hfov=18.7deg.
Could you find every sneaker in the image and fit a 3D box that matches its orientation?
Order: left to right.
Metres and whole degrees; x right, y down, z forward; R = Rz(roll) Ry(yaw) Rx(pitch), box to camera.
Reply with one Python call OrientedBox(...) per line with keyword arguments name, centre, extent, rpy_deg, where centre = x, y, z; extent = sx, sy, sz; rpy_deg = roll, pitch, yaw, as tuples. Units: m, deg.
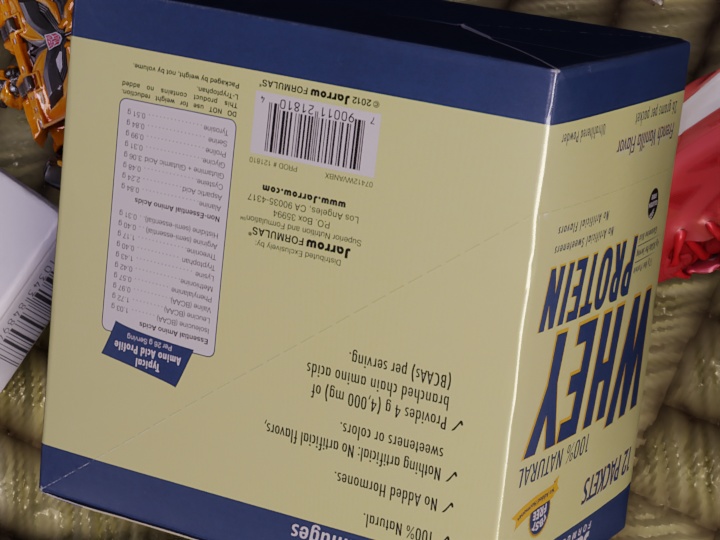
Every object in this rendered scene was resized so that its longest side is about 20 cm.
OrientedBox(name="sneaker", centre=(0.165, -0.022, 0.882), extent=(0.200, 0.078, 0.116), rpy_deg=(-45, 74, 3))

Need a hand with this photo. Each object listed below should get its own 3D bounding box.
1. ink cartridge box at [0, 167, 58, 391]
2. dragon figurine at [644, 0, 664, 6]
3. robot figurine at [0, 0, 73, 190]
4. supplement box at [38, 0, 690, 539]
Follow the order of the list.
OrientedBox(name="ink cartridge box", centre=(-0.242, 0.017, 0.971), extent=(0.200, 0.043, 0.196), rpy_deg=(34, 88, 31))
OrientedBox(name="dragon figurine", centre=(0.118, -0.182, 0.925), extent=(0.200, 0.059, 0.099), rpy_deg=(36, 88, 10))
OrientedBox(name="robot figurine", centre=(-0.074, -0.117, 0.956), extent=(0.200, 0.058, 0.145), rpy_deg=(-22, 76, 7))
OrientedBox(name="supplement box", centre=(0.000, 0.000, 0.834), extent=(0.200, 0.134, 0.200), rpy_deg=(13, 105, 26))
